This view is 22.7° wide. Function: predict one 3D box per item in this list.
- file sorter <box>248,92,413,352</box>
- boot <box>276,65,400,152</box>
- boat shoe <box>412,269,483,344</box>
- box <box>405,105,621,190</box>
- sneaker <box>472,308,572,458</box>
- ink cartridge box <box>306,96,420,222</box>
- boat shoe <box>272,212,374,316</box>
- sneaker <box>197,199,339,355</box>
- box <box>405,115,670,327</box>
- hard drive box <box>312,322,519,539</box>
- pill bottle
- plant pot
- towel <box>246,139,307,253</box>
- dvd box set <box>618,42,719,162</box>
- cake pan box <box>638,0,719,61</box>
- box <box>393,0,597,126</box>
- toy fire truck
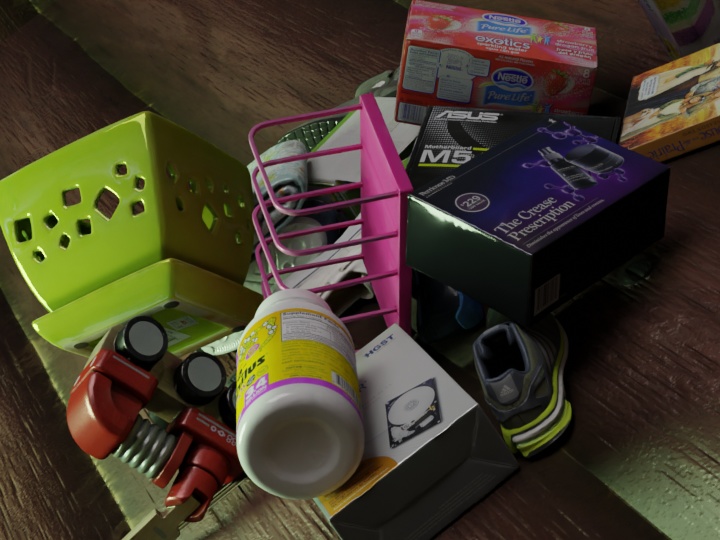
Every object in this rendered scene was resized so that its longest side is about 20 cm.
[{"bbox_3d":[-0.029,-0.031,1.634,0.124,0.201,0.140,-11,44,-11],"label":"file sorter"},{"bbox_3d":[-0.002,-0.185,2.155,0.198,0.068,0.131,-21,24,13],"label":"boot"},{"bbox_3d":[0.064,-0.003,1.733,0.068,0.084,0.200,-32,24,13],"label":"boat shoe"},{"bbox_3d":[0.142,-0.085,1.727,0.198,0.048,0.194,5,42,15],"label":"box"},{"bbox_3d":[0.133,0.068,1.525,0.073,0.081,0.201,-28,27,12],"label":"sneaker"},{"bbox_3d":[0.035,-0.116,1.968,0.148,0.076,0.199,-46,29,-22],"label":"ink cartridge box"},{"bbox_3d":[0.000,0.000,1.836,0.199,0.071,0.070,-38,53,-13],"label":"boat shoe"},{"bbox_3d":[-0.100,0.003,1.947,0.200,0.081,0.147,-44,4,15],"label":"sneaker"},{"bbox_3d":[0.155,-0.048,1.564,0.140,0.080,0.199,25,40,36],"label":"box"},{"bbox_3d":[0.021,0.150,1.529,0.155,0.077,0.200,-37,25,-5],"label":"hard drive box"},{"bbox_3d":[-0.053,0.095,1.502,0.104,0.105,0.200,-29,26,11],"label":"pill bottle"},{"bbox_3d":[-0.218,-0.015,1.764,0.198,0.200,0.183,-23,67,22],"label":"plant pot"},{"bbox_3d":[-0.138,-0.055,1.928,0.199,0.048,0.171,-38,19,10],"label":"towel"},{"bbox_3d":[0.348,-0.175,1.736,0.199,0.029,0.147,-20,30,30],"label":"dvd box set"},{"bbox_3d":[0.361,-0.334,1.816,0.199,0.185,0.052,-36,30,-4],"label":"cake pan box"},{"bbox_3d":[0.139,-0.202,1.847,0.198,0.100,0.096,9,35,1],"label":"box"},{"bbox_3d":[-0.203,0.177,1.663,0.129,0.175,0.201,-43,19,51],"label":"toy fire truck"}]
